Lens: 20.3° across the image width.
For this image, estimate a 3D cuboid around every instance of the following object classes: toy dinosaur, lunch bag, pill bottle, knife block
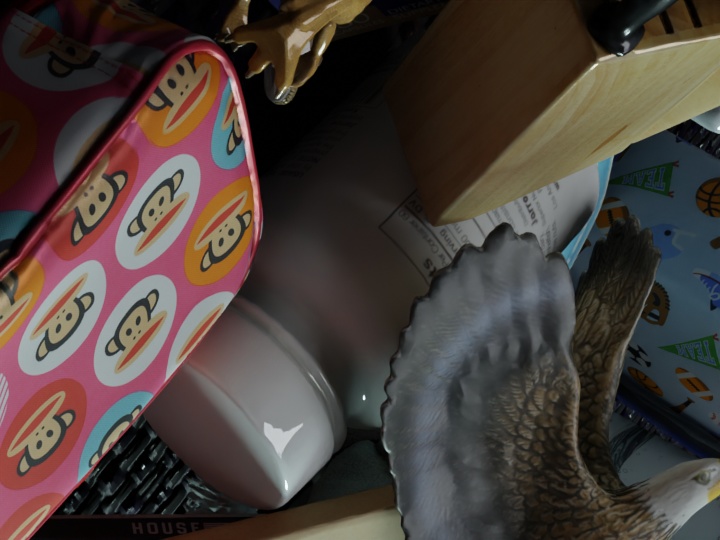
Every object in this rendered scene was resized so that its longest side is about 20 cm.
[{"bbox_3d":[0.001,-0.115,0.657,0.106,0.060,0.200,-40,-177,-41],"label":"toy dinosaur"},{"bbox_3d":[-0.115,0.017,0.681,0.200,0.082,0.176,-49,154,-23],"label":"lunch bag"},{"bbox_3d":[0.000,0.000,0.839,0.200,0.114,0.115,-45,152,-28],"label":"pill bottle"},{"bbox_3d":[0.075,-0.091,0.698,0.199,0.064,0.175,-24,165,20],"label":"knife block"},{"bbox_3d":[0.202,0.036,1.188,0.124,0.170,0.200,-47,152,-18],"label":"lunch bag"}]

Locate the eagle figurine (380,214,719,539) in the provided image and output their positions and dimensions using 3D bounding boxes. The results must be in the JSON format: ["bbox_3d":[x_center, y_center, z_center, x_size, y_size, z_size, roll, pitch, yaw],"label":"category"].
[{"bbox_3d":[0.084,0.086,0.812,0.150,0.201,0.152,-21,174,-15],"label":"eagle figurine"}]

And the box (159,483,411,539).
[{"bbox_3d":[-0.069,0.172,0.839,0.199,0.021,0.164,-13,130,-4],"label":"box"}]

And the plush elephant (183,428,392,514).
[{"bbox_3d":[0.020,0.120,0.977,0.165,0.200,0.155,-58,-179,33],"label":"plush elephant"}]

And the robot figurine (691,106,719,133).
[{"bbox_3d":[0.189,-0.122,0.955,0.170,0.200,0.113,-40,149,-34],"label":"robot figurine"}]

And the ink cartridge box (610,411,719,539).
[{"bbox_3d":[0.135,0.160,1.166,0.145,0.200,0.085,-32,141,-44],"label":"ink cartridge box"}]

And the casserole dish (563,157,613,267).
[{"bbox_3d":[0.093,-0.031,1.017,0.121,0.039,0.200,-62,168,-16],"label":"casserole dish"}]

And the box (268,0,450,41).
[{"bbox_3d":[0.001,-0.139,0.698,0.200,0.121,0.033,40,41,-64],"label":"box"}]

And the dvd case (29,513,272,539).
[{"bbox_3d":[-0.063,0.167,0.869,0.199,0.025,0.151,2,125,-15],"label":"dvd case"}]
